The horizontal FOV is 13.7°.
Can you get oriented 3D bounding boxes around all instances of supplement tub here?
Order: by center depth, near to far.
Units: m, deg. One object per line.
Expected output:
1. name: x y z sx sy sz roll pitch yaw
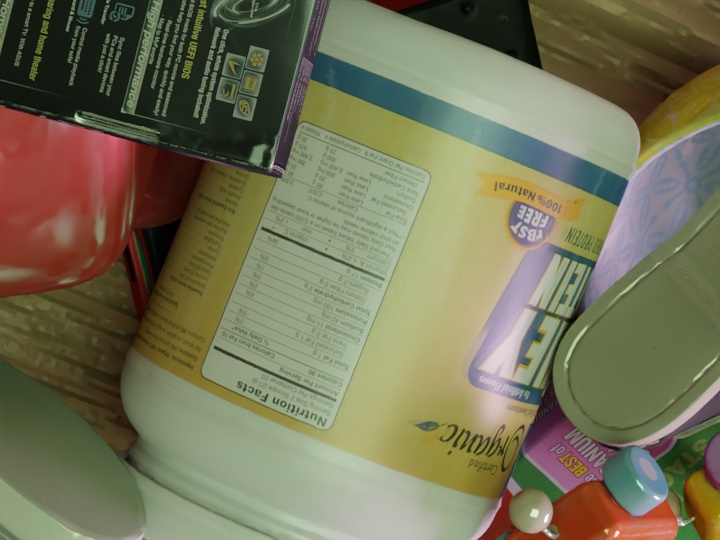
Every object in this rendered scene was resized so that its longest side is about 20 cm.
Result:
1. supplement tub: 0.001 0.013 1.064 0.144 0.145 0.201 21 93 -20

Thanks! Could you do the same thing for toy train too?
1. toy train: 0.147 0.067 1.025 0.200 0.150 0.056 -36 69 21

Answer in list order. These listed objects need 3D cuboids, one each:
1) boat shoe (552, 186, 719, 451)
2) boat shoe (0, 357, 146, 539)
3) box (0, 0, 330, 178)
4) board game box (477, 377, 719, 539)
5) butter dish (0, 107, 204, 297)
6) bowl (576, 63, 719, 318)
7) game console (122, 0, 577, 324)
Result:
1. boat shoe: 0.157 -0.006 1.045 0.200 0.063 0.073 -37 71 7
2. boat shoe: -0.156 0.064 1.050 0.070 0.201 0.072 -2 120 -54
3. box: -0.076 -0.144 0.907 0.160 0.044 0.201 14 91 4
4. board game box: 0.096 0.115 1.156 0.153 0.040 0.200 37 112 -23
5. butter dish: -0.144 -0.059 0.998 0.199 0.148 0.200 0 129 -6
6. bowl: 0.185 -0.023 1.148 0.199 0.108 0.200 6 134 6
7. game console: 0.000 0.000 1.156 0.176 0.031 0.201 -18 106 -17
